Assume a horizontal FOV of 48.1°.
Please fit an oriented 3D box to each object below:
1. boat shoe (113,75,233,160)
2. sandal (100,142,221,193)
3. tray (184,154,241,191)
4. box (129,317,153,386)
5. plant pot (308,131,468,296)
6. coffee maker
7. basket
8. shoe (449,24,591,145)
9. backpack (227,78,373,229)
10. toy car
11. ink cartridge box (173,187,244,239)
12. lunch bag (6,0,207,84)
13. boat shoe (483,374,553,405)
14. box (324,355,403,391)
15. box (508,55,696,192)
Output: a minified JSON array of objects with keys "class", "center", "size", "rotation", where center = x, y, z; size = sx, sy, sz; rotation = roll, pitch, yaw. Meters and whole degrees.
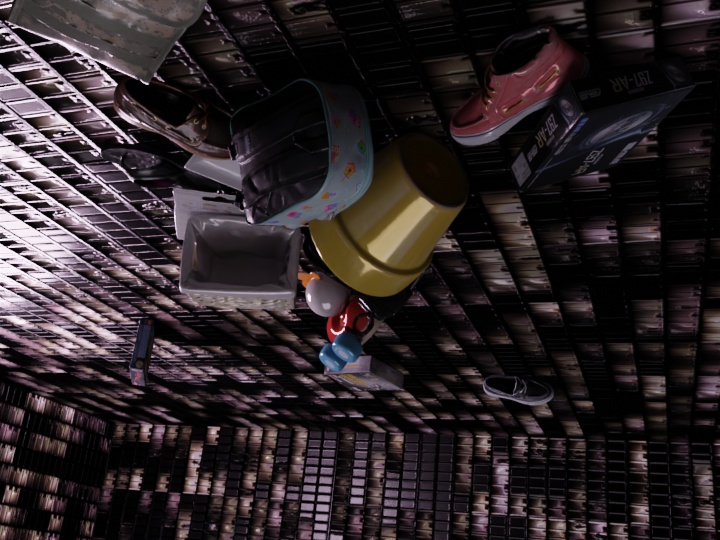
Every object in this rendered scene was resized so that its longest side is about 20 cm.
[{"class":"boat shoe","center":[-0.240,-0.210,1.111],"size":[0.197,0.072,0.070],"rotation":[16,160,-22]},{"class":"sandal","center":[-0.319,-0.156,1.298],"size":[0.198,0.049,0.075],"rotation":[16,157,-25]},{"class":"tray","center":[-0.163,-0.161,1.256],"size":[0.198,0.022,0.107],"rotation":[20,138,-31]},{"class":"box","center":[-0.593,0.225,2.197],"size":[0.037,0.139,0.200],"rotation":[10,158,-10]},{"class":"plant pot","center":[0.052,-0.094,1.182],"size":[0.199,0.203,0.189],"rotation":[19,139,-30]},{"class":"coffee maker","center":[0.000,0.000,1.405],"size":[0.133,0.195,0.200],"rotation":[10,163,38]},{"class":"basket","center":[-0.200,-0.007,1.398],"size":[0.196,0.138,0.124],"rotation":[2,160,2]},{"class":"shoe","center":[0.171,-0.224,0.974],"size":[0.198,0.073,0.090],"rotation":[-21,145,39]},{"class":"backpack","center":[-0.066,-0.155,1.068],"size":[0.152,0.179,0.199],"rotation":[1,166,-36]},{"class":"toy car","center":[-0.054,0.070,1.689],"size":[0.199,0.185,0.177],"rotation":[40,153,-4]},{"class":"ink cartridge box","center":[-0.240,-0.105,1.404],"size":[0.160,0.058,0.201],"rotation":[6,153,-8]},{"class":"lunch bag","center":[-0.246,-0.306,0.821],"size":[0.162,0.119,0.199],"rotation":[20,149,-29]},{"class":"boat shoe","center":[0.444,0.328,2.267],"size":[0.197,0.073,0.068],"rotation":[10,161,12]},{"class":"box","center":[0.012,0.302,2.339],"size":[0.156,0.049,0.200],"rotation":[-6,155,30]},{"class":"box","center":[0.290,-0.177,1.001],"size":[0.158,0.044,0.200],"rotation":[-16,163,-17]}]
